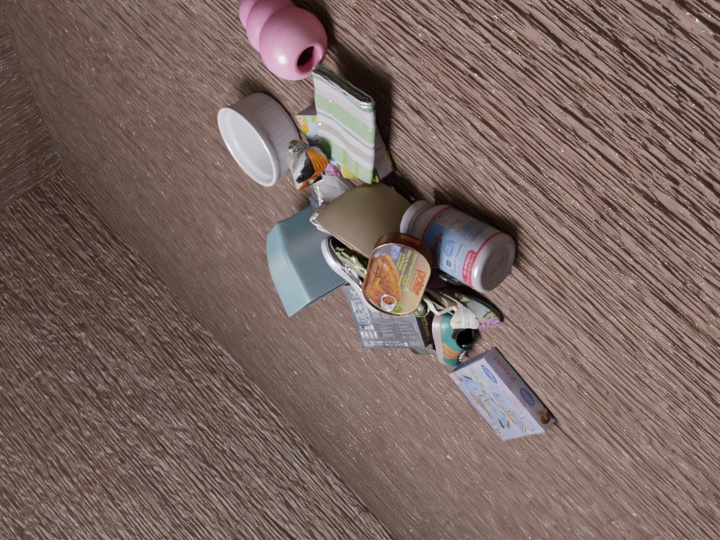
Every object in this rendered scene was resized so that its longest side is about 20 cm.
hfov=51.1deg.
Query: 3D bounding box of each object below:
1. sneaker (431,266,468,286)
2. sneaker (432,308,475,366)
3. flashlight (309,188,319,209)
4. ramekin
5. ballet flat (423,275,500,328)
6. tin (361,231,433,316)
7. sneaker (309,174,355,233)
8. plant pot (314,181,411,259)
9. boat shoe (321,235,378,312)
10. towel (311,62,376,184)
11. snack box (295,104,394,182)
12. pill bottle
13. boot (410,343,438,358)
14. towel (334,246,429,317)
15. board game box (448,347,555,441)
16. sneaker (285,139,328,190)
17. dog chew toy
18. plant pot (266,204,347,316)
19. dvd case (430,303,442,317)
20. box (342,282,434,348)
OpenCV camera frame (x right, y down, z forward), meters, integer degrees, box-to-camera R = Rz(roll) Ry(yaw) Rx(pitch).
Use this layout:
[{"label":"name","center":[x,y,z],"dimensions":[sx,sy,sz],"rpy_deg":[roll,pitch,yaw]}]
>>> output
[{"label":"sneaker","center":[0.195,-0.006,1.435],"dimensions":[0.199,0.076,0.087],"rpy_deg":[22,168,42]},{"label":"sneaker","center":[0.208,0.156,1.613],"dimensions":[0.079,0.072,0.201],"rpy_deg":[13,153,24]},{"label":"flashlight","center":[-0.039,-0.110,1.671],"dimensions":[0.200,0.068,0.068],"rpy_deg":[47,119,24]},{"label":"ramekin","center":[-0.222,-0.300,1.697],"dimensions":[0.200,0.097,0.201],"rpy_deg":[41,154,24]},{"label":"ballet flat","center":[0.184,0.072,1.514],"dimensions":[0.199,0.071,0.070],"rpy_deg":[33,147,24]},{"label":"tin","center":[0.067,0.009,1.355],"dimensions":[0.111,0.042,0.201],"rpy_deg":[22,141,5]},{"label":"sneaker","center":[-0.079,-0.156,1.627],"dimensions":[0.200,0.115,0.074],"rpy_deg":[40,157,26]},{"label":"plant pot","center":[0.028,-0.094,1.465],"dimensions":[0.199,0.135,0.200],"rpy_deg":[35,180,0]},{"label":"boat shoe","center":[0.000,0.000,1.586],"dimensions":[0.201,0.070,0.066],"rpy_deg":[53,135,-2]},{"label":"towel","center":[-0.031,-0.261,1.368],"dimensions":[0.149,0.031,0.201],"rpy_deg":[40,152,26]},{"label":"snack box","center":[-0.033,-0.253,1.479],"dimensions":[0.199,0.053,0.143],"rpy_deg":[16,137,53]},{"label":"pill bottle","center":[0.168,-0.050,1.341],"dimensions":[0.199,0.109,0.109],"rpy_deg":[32,150,37]},{"label":"boot","center":[0.122,0.122,1.723],"dimensions":[0.200,0.068,0.130],"rpy_deg":[49,163,-15]},{"label":"towel","center":[0.041,0.019,1.492],"dimensions":[0.199,0.037,0.148],"rpy_deg":[36,180,-16]},{"label":"board game box","center":[0.305,0.276,1.652],"dimensions":[0.200,0.041,0.200],"rpy_deg":[50,157,3]},{"label":"sneaker","center":[-0.120,-0.225,1.512],"dimensions":[0.093,0.075,0.200],"rpy_deg":[62,168,1]},{"label":"dog chew toy","center":[-0.148,-0.434,1.354],"dimensions":[0.200,0.124,0.125],"rpy_deg":[48,158,27]},{"label":"plant pot","center":[-0.120,-0.036,1.793],"dimensions":[0.201,0.195,0.196],"rpy_deg":[59,157,2]},{"label":"dvd case","center":[0.124,0.020,1.637],"dimensions":[0.201,0.018,0.142],"rpy_deg":[58,156,-15]},{"label":"box","center":[0.062,0.092,1.672],"dimensions":[0.199,0.051,0.159],"rpy_deg":[-7,107,46]}]
